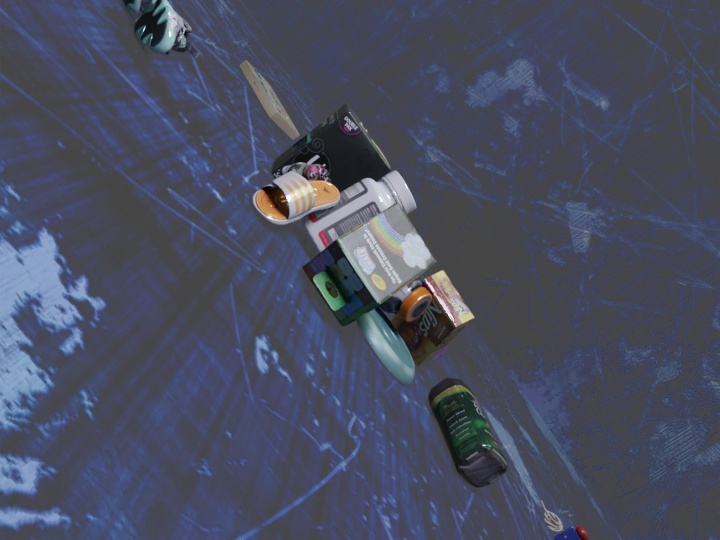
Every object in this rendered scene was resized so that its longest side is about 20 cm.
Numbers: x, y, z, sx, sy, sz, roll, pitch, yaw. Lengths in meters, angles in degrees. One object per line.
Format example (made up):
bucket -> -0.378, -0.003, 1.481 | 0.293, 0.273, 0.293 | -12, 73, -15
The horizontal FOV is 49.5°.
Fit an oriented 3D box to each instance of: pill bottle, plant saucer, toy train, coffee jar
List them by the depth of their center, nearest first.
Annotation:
pill bottle -> -0.002, -0.099, 1.429 | 0.111, 0.199, 0.111 | 60, -2, 4
coffee jar -> 0.196, 0.295, 1.455 | 0.104, 0.085, 0.201 | 48, 11, -35
plant saucer -> 0.047, 0.126, 1.478 | 0.201, 0.027, 0.200 | 53, 10, -14
pill bottle -> 0.050, 0.010, 1.530 | 0.200, 0.106, 0.106 | 45, 4, 25
toy train -> 0.467, 0.608, 1.766 | 0.201, 0.084, 0.116 | 58, 0, 19

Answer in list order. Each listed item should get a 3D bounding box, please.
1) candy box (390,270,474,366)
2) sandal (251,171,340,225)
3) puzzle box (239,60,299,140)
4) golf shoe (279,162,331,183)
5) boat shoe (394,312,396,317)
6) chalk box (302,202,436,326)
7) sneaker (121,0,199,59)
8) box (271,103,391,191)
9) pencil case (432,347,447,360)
candy box -> 0.143, 0.101, 1.604 | 0.117, 0.056, 0.200 | 58, -30, 16
sandal -> -0.100, -0.136, 1.311 | 0.079, 0.059, 0.206 | 45, 37, 16
puzzle box -> -0.235, -0.442, 2.033 | 0.201, 0.025, 0.133 | 60, 10, 26
golf shoe -> -0.091, -0.127, 1.511 | 0.073, 0.091, 0.201 | -56, 142, -36
boat shoe -> 0.092, 0.057, 1.769 | 0.066, 0.074, 0.200 | 54, 3, -37
chalk box -> 0.000, 0.000, 1.272 | 0.199, 0.124, 0.125 | -33, 89, -38
sneaker -> -0.316, -0.395, 1.310 | 0.140, 0.077, 0.201 | 43, 16, -50
box -> -0.060, -0.215, 1.592 | 0.149, 0.199, 0.124 | 52, 10, -18
pencil case -> 0.164, 0.143, 1.821 | 0.200, 0.084, 0.094 | -55, 137, -81
